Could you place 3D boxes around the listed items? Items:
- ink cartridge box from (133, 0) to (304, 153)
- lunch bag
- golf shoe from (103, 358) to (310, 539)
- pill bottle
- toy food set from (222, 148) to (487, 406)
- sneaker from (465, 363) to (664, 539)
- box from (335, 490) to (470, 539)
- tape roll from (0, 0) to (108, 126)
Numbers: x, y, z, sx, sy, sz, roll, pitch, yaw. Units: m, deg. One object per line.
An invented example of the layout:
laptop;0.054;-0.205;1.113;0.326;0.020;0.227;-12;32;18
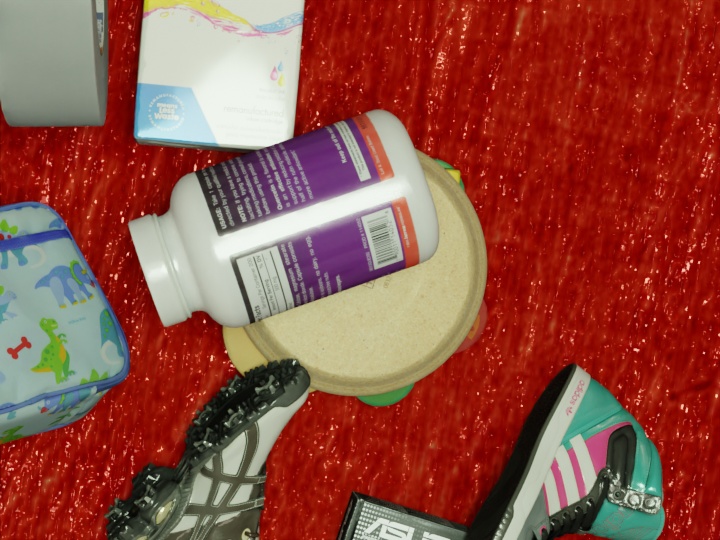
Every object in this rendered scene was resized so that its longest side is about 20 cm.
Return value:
ink cartridge box;-0.100;-0.188;1.214;0.116;0.067;0.200;4;91;-6
lunch bag;-0.270;0.039;1.142;0.200;0.082;0.161;-13;70;-43
golf shoe;-0.094;0.151;1.223;0.094;0.078;0.200;41;103;-18
pill bottle;-0.053;-0.030;1.153;0.200;0.112;0.113;-19;94;-5
toy food set;0.000;0.000;1.240;0.198;0.049;0.200;4;91;-6
sneaker;0.158;0.180;1.229;0.121;0.084;0.200;34;65;-5
box;0.059;0.287;1.256;0.200;0.048;0.193;19;91;-7
tape roll;-0.209;-0.198;1.136;0.066;0.200;0.201;-2;92;-5
